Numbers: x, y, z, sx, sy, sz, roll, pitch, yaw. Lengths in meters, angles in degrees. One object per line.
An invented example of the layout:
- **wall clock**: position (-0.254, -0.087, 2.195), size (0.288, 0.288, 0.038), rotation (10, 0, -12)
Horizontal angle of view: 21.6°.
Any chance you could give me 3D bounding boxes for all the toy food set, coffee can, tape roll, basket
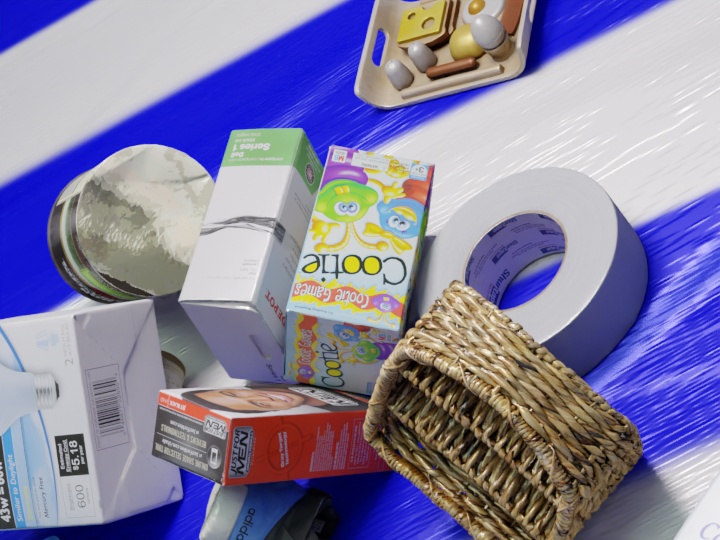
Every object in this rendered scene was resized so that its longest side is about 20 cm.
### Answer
- **toy food set**: position (0.091, -0.253, 1.927), size (0.199, 0.060, 0.144), rotation (-11, 51, 32)
- **coffee can**: position (-0.227, -0.043, 1.886), size (0.147, 0.146, 0.200), rotation (-55, 12, -13)
- **tape roll**: position (0.150, 0.009, 1.661), size (0.199, 0.066, 0.201), rotation (-22, 46, 25)
- **basket**: position (0.104, 0.127, 1.493), size (0.200, 0.143, 0.149), rotation (41, 85, 18)

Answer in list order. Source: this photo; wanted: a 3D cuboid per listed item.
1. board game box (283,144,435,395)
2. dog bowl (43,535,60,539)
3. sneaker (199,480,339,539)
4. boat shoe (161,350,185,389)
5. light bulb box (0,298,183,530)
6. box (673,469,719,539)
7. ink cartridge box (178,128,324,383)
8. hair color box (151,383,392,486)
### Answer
- **board game box**: position (0.000, 0.000, 1.719), size (0.102, 0.105, 0.201), rotation (10, 51, 4)
- **dog bowl**: position (-0.288, 0.309, 1.729), size (0.112, 0.050, 0.200), rotation (-50, 18, -13)
- **sneaker**: position (-0.075, 0.207, 1.683), size (0.200, 0.111, 0.077), rotation (-85, 19, -77)
- **boat shoe**: position (-0.267, 0.135, 1.893), size (0.199, 0.072, 0.065), rotation (-14, 48, 23)
- **light bulb box**: position (-0.293, 0.140, 1.801), size (0.199, 0.125, 0.200), rotation (-9, 90, 34)
- **box**: position (0.318, 0.220, 1.321), size (0.183, 0.105, 0.200), rotation (23, 73, 46)
- **ink cartridge box**: position (-0.089, -0.013, 1.802), size (0.084, 0.146, 0.201), rotation (1, 56, 22)
- **hair color box**: position (-0.070, 0.139, 1.631), size (0.101, 0.199, 0.062), rotation (15, 101, 44)
